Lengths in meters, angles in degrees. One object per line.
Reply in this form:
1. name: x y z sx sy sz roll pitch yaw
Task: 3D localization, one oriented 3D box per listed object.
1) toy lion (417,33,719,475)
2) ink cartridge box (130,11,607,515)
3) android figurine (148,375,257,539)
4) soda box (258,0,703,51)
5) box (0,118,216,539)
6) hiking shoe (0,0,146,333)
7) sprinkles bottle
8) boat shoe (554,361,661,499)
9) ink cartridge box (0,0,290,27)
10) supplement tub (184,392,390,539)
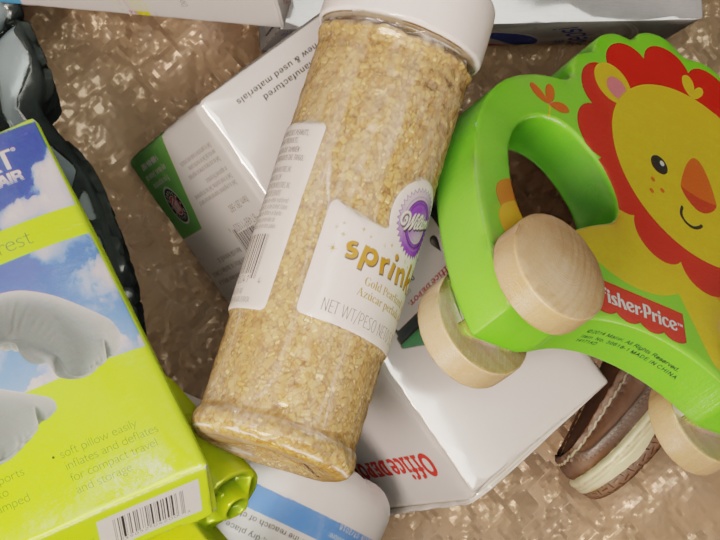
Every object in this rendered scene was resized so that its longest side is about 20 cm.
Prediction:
1. toy lion: 0.115 -0.024 1.073 0.199 0.069 0.193 21 49 -31
2. ink cartridge box: 0.000 0.000 1.111 0.084 0.146 0.201 -37 95 -17
3. android figurine: -0.124 0.123 1.035 0.182 0.041 0.200 -46 60 5
4. soda box: 0.052 -0.139 1.169 0.198 0.063 0.069 -3 86 -11
5. box: -0.151 0.030 1.006 0.121 0.048 0.201 -23 61 -13
6. hiking shoe: -0.155 -0.026 1.113 0.086 0.074 0.201 -24 69 -6
7. sprinkles bottle: -0.006 -0.022 0.999 0.068 0.068 0.201 19 78 -9
8. boat shoe: 0.137 0.007 1.178 0.075 0.075 0.203 36 70 -4
9. ink cartridge box: -0.080 -0.172 1.091 0.198 0.068 0.116 7 61 13
10. supplement tub: -0.082 0.162 1.099 0.131 0.132 0.201 26 83 -8
